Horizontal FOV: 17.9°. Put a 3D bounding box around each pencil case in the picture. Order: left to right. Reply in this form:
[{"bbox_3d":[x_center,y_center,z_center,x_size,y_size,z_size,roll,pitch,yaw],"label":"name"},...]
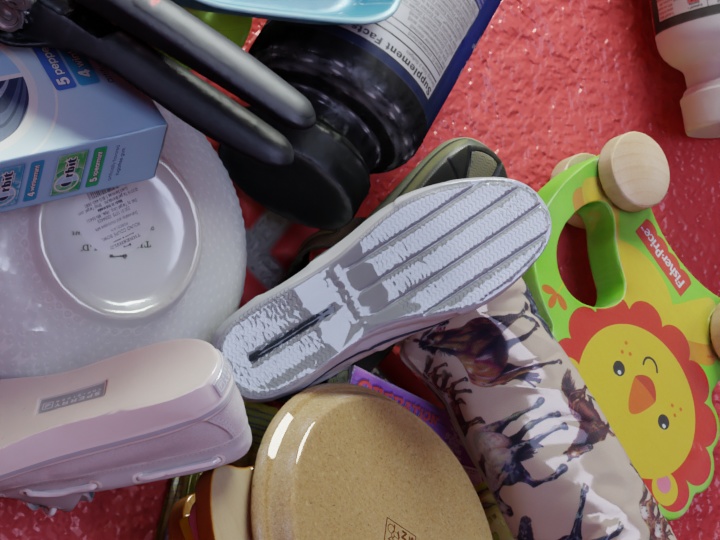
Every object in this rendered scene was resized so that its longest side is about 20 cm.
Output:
[{"bbox_3d":[0.096,0.099,1.277,0.089,0.078,0.200,-29,87,-14],"label":"pencil case"}]

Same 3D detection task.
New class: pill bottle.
[{"bbox_3d":[0.002,-0.127,1.302,0.112,0.112,0.200,39,65,-20],"label":"pill bottle"},{"bbox_3d":[0.238,-0.191,1.454,0.116,0.116,0.200,-4,84,-32],"label":"pill bottle"}]

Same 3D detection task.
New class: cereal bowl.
[{"bbox_3d":[-0.144,-0.014,1.211,0.200,0.083,0.200,5,80,-30],"label":"cereal bowl"}]

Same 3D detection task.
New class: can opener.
[{"bbox_3d":[-0.110,-0.118,1.129,0.200,0.063,0.079,31,46,8],"label":"can opener"}]

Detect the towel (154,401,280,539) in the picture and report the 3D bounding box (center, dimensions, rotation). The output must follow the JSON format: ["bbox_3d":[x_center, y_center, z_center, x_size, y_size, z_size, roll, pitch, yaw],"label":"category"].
[{"bbox_3d":[-0.026,0.158,1.289,0.200,0.023,0.144,20,71,-28],"label":"towel"}]

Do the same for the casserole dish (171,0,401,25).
[{"bbox_3d":[-0.055,-0.185,1.193,0.200,0.039,0.121,1,78,-45],"label":"casserole dish"}]

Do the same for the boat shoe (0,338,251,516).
[{"bbox_3d":[-0.150,0.090,1.151,0.072,0.200,0.069,-93,163,-57],"label":"boat shoe"}]

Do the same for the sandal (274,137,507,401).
[{"bbox_3d":[0.001,0.000,1.309,0.201,0.057,0.080,-41,126,-14],"label":"sandal"}]

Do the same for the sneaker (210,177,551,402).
[{"bbox_3d":[0.007,0.007,1.233,0.200,0.071,0.073,-25,91,-8],"label":"sneaker"}]

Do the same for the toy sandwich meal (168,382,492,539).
[{"bbox_3d":[-0.008,0.155,1.203,0.205,0.070,0.205,28,50,-39],"label":"toy sandwich meal"}]

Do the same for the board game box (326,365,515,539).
[{"bbox_3d":[0.051,0.146,1.309,0.200,0.032,0.120,28,70,-31],"label":"board game box"}]

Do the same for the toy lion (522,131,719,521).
[{"bbox_3d":[0.154,0.046,1.379,0.192,0.069,0.200,-44,104,-37],"label":"toy lion"}]

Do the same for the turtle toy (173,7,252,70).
[{"bbox_3d":[-0.098,-0.211,1.257,0.146,0.101,0.200,-11,86,-45],"label":"turtle toy"}]

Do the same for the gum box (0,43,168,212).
[{"bbox_3d":[-0.223,-0.099,1.144,0.200,0.045,0.170,-15,56,-29],"label":"gum box"}]
